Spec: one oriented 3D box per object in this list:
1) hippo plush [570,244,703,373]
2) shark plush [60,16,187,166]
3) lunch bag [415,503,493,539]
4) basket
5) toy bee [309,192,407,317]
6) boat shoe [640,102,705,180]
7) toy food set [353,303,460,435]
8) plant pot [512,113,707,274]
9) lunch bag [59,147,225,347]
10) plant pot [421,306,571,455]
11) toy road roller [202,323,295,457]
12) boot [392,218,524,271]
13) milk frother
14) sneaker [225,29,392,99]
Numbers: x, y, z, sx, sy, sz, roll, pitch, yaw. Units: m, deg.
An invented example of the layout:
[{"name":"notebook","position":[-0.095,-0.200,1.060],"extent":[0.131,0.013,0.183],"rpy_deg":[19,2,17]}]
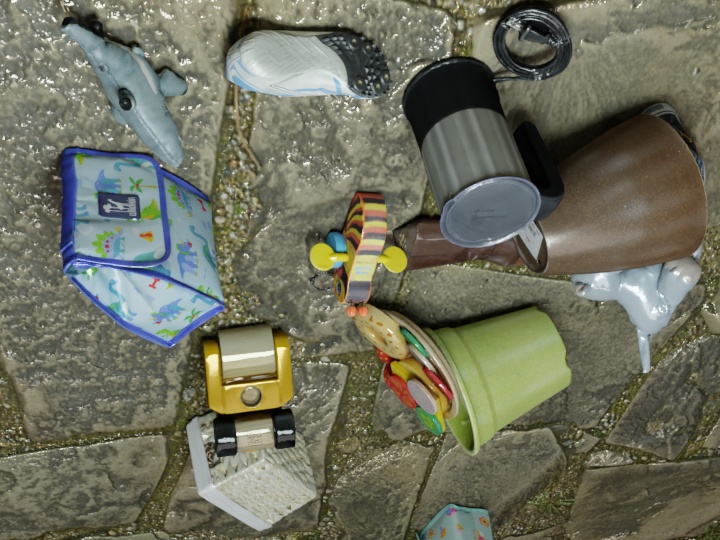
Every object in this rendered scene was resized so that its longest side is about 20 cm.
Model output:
[{"name":"hippo plush","position":[0.385,0.001,1.667],"extent":[0.159,0.160,0.202],"rpy_deg":[22,121,1]},{"name":"shark plush","position":[-0.236,-0.195,1.198],"extent":[0.089,0.084,0.201],"rpy_deg":[-16,144,2]},{"name":"lunch bag","position":[0.178,0.589,2.304],"extent":[0.120,0.172,0.200],"rpy_deg":[16,136,-27]},{"name":"basket","position":[-0.169,0.306,1.839],"extent":[0.122,0.137,0.200],"rpy_deg":[-27,143,13]},{"name":"toy bee","position":[0.000,0.000,1.521],"extent":[0.129,0.110,0.201],"rpy_deg":[-12,144,-6]},{"name":"boat shoe","position":[0.418,-0.127,1.517],"extent":[0.070,0.092,0.200],"rpy_deg":[-27,142,16]},{"name":"toy food set","position":[0.071,0.140,1.667],"extent":[0.048,0.197,0.202],"rpy_deg":[-37,141,-20]},{"name":"plant pot","position":[0.290,-0.074,1.426],"extent":[0.197,0.188,0.188],"rpy_deg":[-19,146,-17]},{"name":"lunch bag","position":[-0.260,-0.035,1.326],"extent":[0.127,0.172,0.199],"rpy_deg":[-35,138,26]},{"name":"plant pot","position":[0.210,0.148,1.743],"extent":[0.182,0.202,0.202],"rpy_deg":[-21,145,-11]},{"name":"toy road roller","position":[-0.168,0.169,1.698],"extent":[0.121,0.146,0.204],"rpy_deg":[-6,106,-11]},{"name":"boot","position":[0.148,-0.064,1.537],"extent":[0.196,0.065,0.188],"rpy_deg":[1,139,-13]},{"name":"milk frother","position":[0.159,-0.164,1.294],"extent":[0.177,0.190,0.201],"rpy_deg":[-4,143,-16]},{"name":"sneaker","position":[-0.055,-0.222,1.256],"extent":[0.197,0.073,0.072],"rpy_deg":[2,176,-32]}]
